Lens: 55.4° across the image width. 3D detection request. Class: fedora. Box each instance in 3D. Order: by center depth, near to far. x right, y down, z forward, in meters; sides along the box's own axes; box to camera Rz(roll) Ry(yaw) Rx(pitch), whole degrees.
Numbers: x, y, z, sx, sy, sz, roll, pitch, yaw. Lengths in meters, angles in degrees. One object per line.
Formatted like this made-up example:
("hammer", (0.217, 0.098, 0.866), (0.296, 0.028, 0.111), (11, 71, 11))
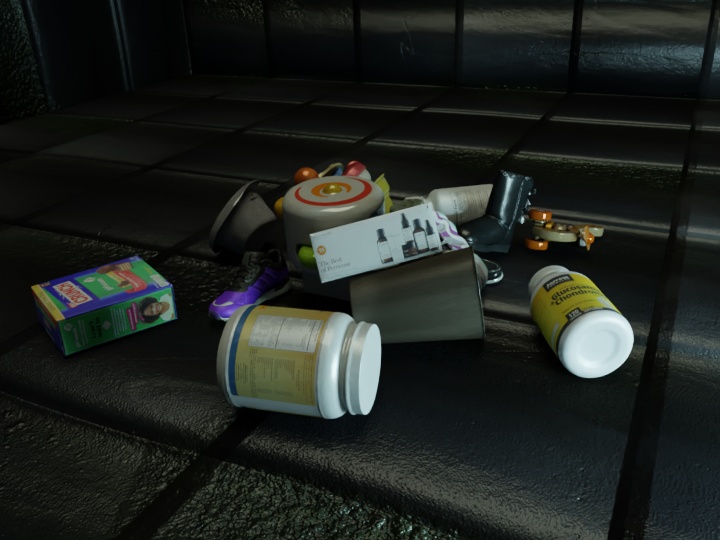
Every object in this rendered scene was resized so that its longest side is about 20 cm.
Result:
("fedora", (-0.237, -0.097, 1.461), (0.090, 0.177, 0.200), (32, 15, 3))

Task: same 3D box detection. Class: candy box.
("candy box", (-0.453, 0.056, 1.209), (0.199, 0.077, 0.169), (-21, 32, -32))

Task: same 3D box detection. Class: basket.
("basket", (0.091, 0.051, 1.100), (0.199, 0.181, 0.137), (-9, 57, 8))

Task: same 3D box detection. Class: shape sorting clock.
("shape sorting clock", (-0.106, -0.159, 1.521), (0.039, 0.200, 0.200), (43, 39, 8))

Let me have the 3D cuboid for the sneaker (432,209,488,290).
("sneaker", (0.150, -0.031, 1.218), (0.200, 0.078, 0.140), (42, 20, -1))

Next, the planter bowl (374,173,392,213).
("planter bowl", (0.016, -0.101, 1.441), (0.083, 0.201, 0.200), (40, 32, -1))

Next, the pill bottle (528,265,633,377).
("pill bottle", (0.331, 0.070, 1.070), (0.111, 0.113, 0.200), (-4, 25, -4))

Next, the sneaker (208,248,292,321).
("sneaker", (-0.205, 0.016, 1.241), (0.069, 0.100, 0.200), (11, 28, 30))

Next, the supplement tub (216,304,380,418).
("supplement tub", (-0.081, 0.126, 0.949), (0.199, 0.145, 0.145), (5, 26, 14))

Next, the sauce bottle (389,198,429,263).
("sauce bottle", (0.095, -0.020, 1.174), (0.064, 0.201, 0.065), (-9, 20, 3))

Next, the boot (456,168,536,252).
("boot", (0.266, -0.121, 1.364), (0.073, 0.163, 0.198), (29, 19, 38))

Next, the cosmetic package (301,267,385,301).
("cosmetic package", (0.000, 0.000, 1.283), (0.199, 0.082, 0.113), (11, 30, 23))

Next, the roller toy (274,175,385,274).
("roller toy", (-0.046, -0.090, 1.224), (0.182, 0.140, 0.200), (-14, 29, -19))

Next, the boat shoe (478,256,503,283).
("boat shoe", (0.178, -0.019, 1.331), (0.199, 0.061, 0.076), (7, 27, 19))

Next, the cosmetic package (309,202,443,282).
("cosmetic package", (0.025, -0.044, 1.094), (0.199, 0.083, 0.051), (-15, -2, 6))

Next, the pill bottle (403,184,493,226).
("pill bottle", (0.197, -0.122, 1.484), (0.199, 0.115, 0.114), (-6, 25, -8))

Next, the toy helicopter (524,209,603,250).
("toy helicopter", (0.447, -0.081, 1.431), (0.199, 0.079, 0.132), (-6, 16, -37))

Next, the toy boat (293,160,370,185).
("toy boat", (-0.081, -0.154, 1.385), (0.200, 0.131, 0.131), (-50, 3, -10))
